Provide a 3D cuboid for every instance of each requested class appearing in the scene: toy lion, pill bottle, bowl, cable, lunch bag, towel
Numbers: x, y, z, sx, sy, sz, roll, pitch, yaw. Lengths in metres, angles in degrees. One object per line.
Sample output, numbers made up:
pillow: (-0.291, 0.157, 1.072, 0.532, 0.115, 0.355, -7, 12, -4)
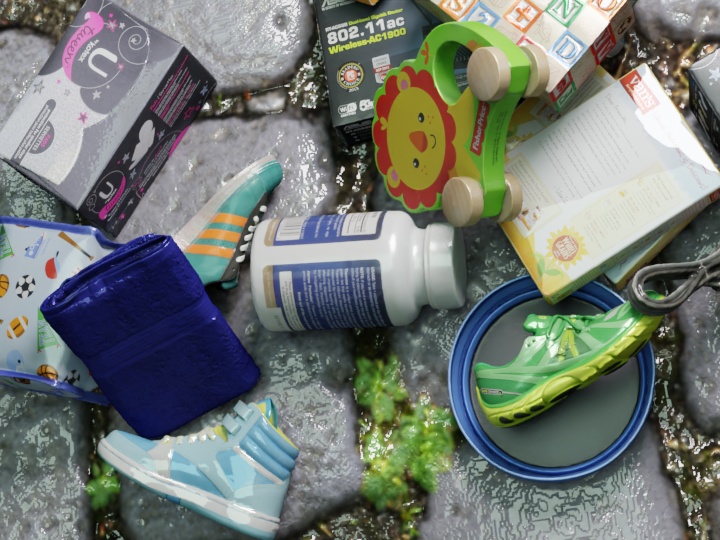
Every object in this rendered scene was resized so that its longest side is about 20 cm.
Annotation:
toy lion: (0.080, -0.142, 1.581, 0.191, 0.068, 0.202, 39, 128, 44)
pill bottle: (0.000, 0.000, 1.642, 0.198, 0.111, 0.112, -3, 75, 13)
bowl: (0.183, 0.102, 1.609, 0.198, 0.039, 0.203, -3, 76, 13)
cable: (0.332, -0.004, 1.551, 0.198, 0.050, 0.098, 2, 61, -27)
lunch bag: (-0.344, 0.035, 1.717, 0.198, 0.124, 0.172, 9, 78, 28)
towel: (-0.202, 0.064, 1.646, 0.147, 0.201, 0.050, -27, 34, 7)

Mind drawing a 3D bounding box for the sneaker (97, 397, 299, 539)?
sneaker: (-0.150, 0.170, 1.656, 0.198, 0.080, 0.132, 23, 84, 8)

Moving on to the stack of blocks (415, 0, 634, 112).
stack of blocks: (0.145, -0.259, 1.588, 0.200, 0.059, 0.115, 40, 90, 20)

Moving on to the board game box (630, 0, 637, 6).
board game box: (0.163, -0.288, 1.643, 0.200, 0.040, 0.153, 39, 89, 20)

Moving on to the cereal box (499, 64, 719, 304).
cereal box: (0.225, -0.082, 1.594, 0.199, 0.040, 0.145, -32, 70, 6)

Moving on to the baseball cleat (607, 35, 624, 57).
baseball cleat: (0.246, -0.317, 1.675, 0.106, 0.069, 0.202, -24, 71, 28)

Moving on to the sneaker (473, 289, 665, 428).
sneaker: (0.191, 0.068, 1.556, 0.199, 0.074, 0.084, -30, 75, 5)

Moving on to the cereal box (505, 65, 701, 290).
cereal box: (0.234, -0.100, 1.648, 0.144, 0.040, 0.200, -43, 71, 1)

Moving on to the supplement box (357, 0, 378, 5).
supplement box: (0.041, -0.359, 1.709, 0.066, 0.069, 0.200, 25, 61, 38)

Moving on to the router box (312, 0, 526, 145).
router box: (0.059, -0.227, 1.710, 0.198, 0.062, 0.152, -13, 72, 10)

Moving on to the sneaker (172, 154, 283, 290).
sneaker: (-0.139, -0.026, 1.712, 0.080, 0.071, 0.200, 43, 84, 1)

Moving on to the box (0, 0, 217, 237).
box: (-0.267, -0.163, 1.747, 0.131, 0.115, 0.201, 32, 85, 19)

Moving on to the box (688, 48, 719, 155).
box: (0.418, -0.174, 1.564, 0.199, 0.132, 0.116, -30, 75, 5)
